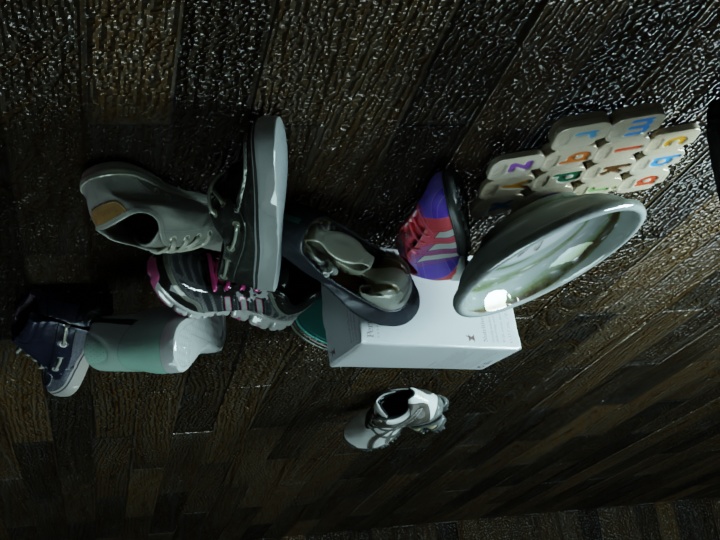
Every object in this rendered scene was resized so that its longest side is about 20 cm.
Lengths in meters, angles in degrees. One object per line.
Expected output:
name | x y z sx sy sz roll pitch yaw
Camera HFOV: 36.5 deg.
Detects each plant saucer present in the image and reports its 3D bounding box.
plant saucer | 0.169 -0.025 1.030 0.200 0.050 0.200 -24 162 -9

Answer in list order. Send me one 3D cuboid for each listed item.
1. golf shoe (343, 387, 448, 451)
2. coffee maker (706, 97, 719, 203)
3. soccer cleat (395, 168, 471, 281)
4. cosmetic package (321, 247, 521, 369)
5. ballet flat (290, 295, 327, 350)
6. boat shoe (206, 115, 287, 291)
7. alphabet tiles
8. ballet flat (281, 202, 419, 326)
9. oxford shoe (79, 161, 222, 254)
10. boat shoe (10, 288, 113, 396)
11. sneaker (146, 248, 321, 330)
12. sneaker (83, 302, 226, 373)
golf shoe | 0.038 0.220 1.693 0.200 0.078 0.094 -25 136 33
coffee maker | 0.397 -0.095 0.900 0.199 0.135 0.192 -11 159 10
soccer cleat | 0.067 -0.036 1.041 0.073 0.068 0.200 -5 161 4
cosmetic package | 0.062 0.043 1.175 0.199 0.113 0.081 3 157 -30
ballet flat | -0.003 0.069 1.282 0.199 0.068 0.064 5 163 -28
boat shoe | -0.096 -0.050 0.910 0.063 0.071 0.200 7 141 -2
alphabet tiles | 0.200 -0.092 0.993 0.195 0.015 0.200 -10 159 -9
ballet flat | 0.000 0.000 1.038 0.073 0.073 0.200 -25 134 38
oxford shoe | -0.166 -0.039 0.963 0.075 0.058 0.200 -23 156 26
boat shoe | -0.340 0.076 1.192 0.093 0.075 0.200 10 145 -27
sneaker | -0.116 0.006 1.079 0.087 0.074 0.200 -32 147 33
sneaker | -0.211 0.056 1.133 0.118 0.074 0.200 1 -171 11
